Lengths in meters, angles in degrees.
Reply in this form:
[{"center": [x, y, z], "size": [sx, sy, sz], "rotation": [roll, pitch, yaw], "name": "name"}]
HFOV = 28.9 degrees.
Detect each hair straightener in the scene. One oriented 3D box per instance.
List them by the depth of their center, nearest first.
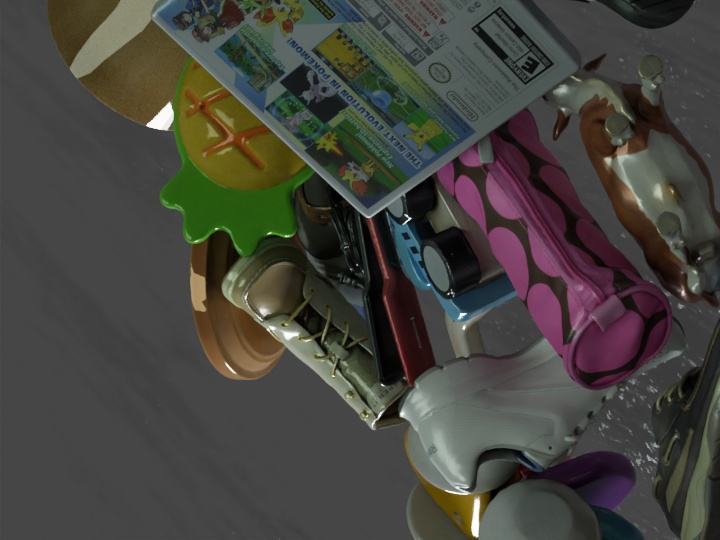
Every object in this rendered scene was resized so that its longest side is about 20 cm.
[{"center": [0.000, 0.000, 1.115], "size": [0.077, 0.041, 0.200], "rotation": [-6, 109, 48], "name": "hair straightener"}]

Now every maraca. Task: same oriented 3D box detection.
[{"center": [-0.087, -0.112, 1.114], "size": [0.137, 0.107, 0.200], "rotation": [14, 84, 12], "name": "maraca"}]

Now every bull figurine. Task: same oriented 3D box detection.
[{"center": [0.177, -0.067, 0.871], "size": [0.200, 0.065, 0.121], "rotation": [56, -179, 6], "name": "bull figurine"}]

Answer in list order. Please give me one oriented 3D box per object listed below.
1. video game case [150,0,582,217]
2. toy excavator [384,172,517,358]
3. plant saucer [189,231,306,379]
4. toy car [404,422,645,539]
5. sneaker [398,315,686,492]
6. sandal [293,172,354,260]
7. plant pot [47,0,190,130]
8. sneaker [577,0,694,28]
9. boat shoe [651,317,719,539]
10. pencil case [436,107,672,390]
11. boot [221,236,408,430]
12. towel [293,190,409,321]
[{"center": [0.003, -0.145, 0.860], "size": [0.182, 0.022, 0.200], "rotation": [-34, 117, 29], "name": "video game case"}, {"center": [0.083, 0.008, 1.074], "size": [0.195, 0.100, 0.200], "rotation": [60, 162, 13], "name": "toy excavator"}, {"center": [-0.093, -0.002, 1.250], "size": [0.032, 0.200, 0.200], "rotation": [1, 113, 21], "name": "plant saucer"}, {"center": [0.126, 0.168, 1.017], "size": [0.200, 0.150, 0.175], "rotation": [52, 159, 30], "name": "toy car"}, {"center": [0.129, 0.086, 0.935], "size": [0.075, 0.200, 0.087], "rotation": [82, 165, -66], "name": "sneaker"}, {"center": [-0.018, -0.073, 1.156], "size": [0.082, 0.055, 0.200], "rotation": [59, 147, 10], "name": "sandal"}, {"center": [-0.136, -0.248, 1.184], "size": [0.200, 0.186, 0.187], "rotation": [-37, 76, 42], "name": "plant pot"}, {"center": [0.140, -0.198, 0.864], "size": [0.089, 0.074, 0.200], "rotation": [94, 155, -47], "name": "sneaker"}, {"center": [0.223, 0.101, 0.910], "size": [0.073, 0.074, 0.200], "rotation": [38, 136, 40], "name": "boat shoe"}, {"center": [0.119, -0.023, 0.904], "size": [0.200, 0.091, 0.094], "rotation": [58, 170, 35], "name": "pencil case"}, {"center": [-0.026, 0.057, 1.173], "size": [0.155, 0.072, 0.200], "rotation": [46, -178, 24], "name": "boot"}, {"center": [-0.006, -0.025, 1.242], "size": [0.147, 0.024, 0.200], "rotation": [14, 122, 51], "name": "towel"}]
